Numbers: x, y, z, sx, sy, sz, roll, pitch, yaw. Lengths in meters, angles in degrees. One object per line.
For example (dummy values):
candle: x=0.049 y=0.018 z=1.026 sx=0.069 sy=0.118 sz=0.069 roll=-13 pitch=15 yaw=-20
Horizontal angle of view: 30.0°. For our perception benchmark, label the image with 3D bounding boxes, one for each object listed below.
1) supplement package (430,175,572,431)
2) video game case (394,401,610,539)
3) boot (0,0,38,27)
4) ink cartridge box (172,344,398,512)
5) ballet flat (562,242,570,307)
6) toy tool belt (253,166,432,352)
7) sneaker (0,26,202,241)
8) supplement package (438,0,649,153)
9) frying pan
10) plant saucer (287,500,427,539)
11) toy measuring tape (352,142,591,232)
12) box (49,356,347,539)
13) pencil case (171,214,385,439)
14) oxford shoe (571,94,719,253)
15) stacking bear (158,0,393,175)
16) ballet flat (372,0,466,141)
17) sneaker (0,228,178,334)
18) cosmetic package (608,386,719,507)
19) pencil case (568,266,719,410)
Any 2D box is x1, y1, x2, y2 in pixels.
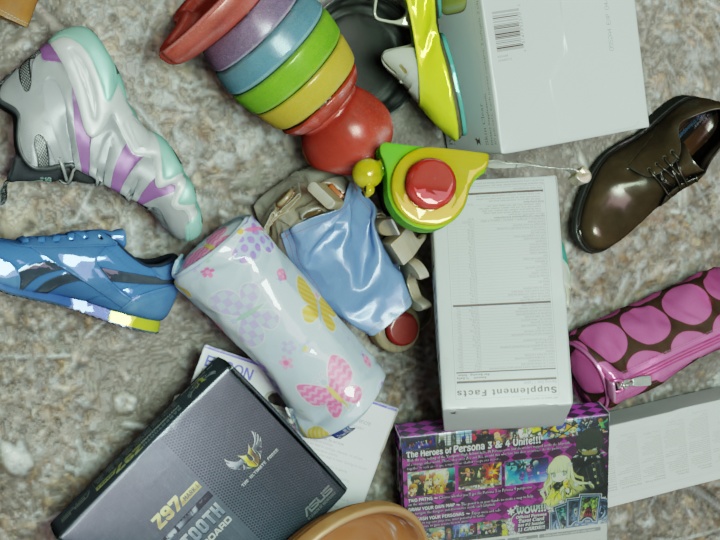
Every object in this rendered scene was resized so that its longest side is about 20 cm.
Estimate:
supplement package: x=0.120 y=0.032 z=1.170 sx=0.113 sy=0.110 sz=0.201 roll=-2 pitch=74 yaw=4
video game case: x=0.132 y=0.220 z=1.246 sx=0.199 sy=0.036 sz=0.182 roll=-6 pitch=108 yaw=-9
boot: x=-0.248 y=-0.269 z=1.072 sx=0.199 sy=0.074 sz=0.155 roll=12 pitch=89 yaw=-10
ink cartridge box: x=-0.088 y=0.185 z=1.189 sx=0.197 sy=0.043 sz=0.201 roll=21 pitch=89 yaw=-21
ballet flat: x=0.168 y=0.047 z=1.261 sx=0.067 sy=0.070 sz=0.201 roll=7 pitch=92 yaw=-22
toy tool belt: x=0.000 y=0.000 z=1.163 sx=0.125 sy=0.123 sz=0.200 roll=-42 pitch=108 yaw=-12
sneaker: x=-0.230 y=-0.083 z=1.098 sx=0.140 sy=0.078 sz=0.200 roll=-35 pitch=97 yaw=-12
supplement package: x=0.155 y=-0.215 z=1.209 sx=0.155 sy=0.111 sz=0.201 roll=-12 pitch=98 yaw=-20
frying pan: x=0.019 y=-0.158 z=1.204 sx=0.115 sy=0.031 sz=0.190 roll=-35 pitch=109 yaw=-13
plant saucer: x=-0.027 y=0.281 z=1.164 sx=0.200 sy=0.037 sz=0.201 roll=-25 pitch=132 yaw=-31
toy measuring tape: x=0.091 y=-0.062 z=1.112 sx=0.199 sy=0.074 sz=0.074 roll=6 pitch=93 yaw=-8
box: x=-0.133 y=0.198 z=1.123 sx=0.200 sy=0.051 sz=0.158 roll=-45 pitch=108 yaw=-11
pencil case: x=-0.067 y=0.048 z=1.123 sx=0.091 sy=0.083 sz=0.200 roll=-31 pitch=106 yaw=28
oxford shoe: x=0.280 y=-0.095 z=1.284 sx=0.200 sy=0.084 sz=0.073 roll=-48 pitch=111 yaw=-9
stacking bear: x=-0.054 y=-0.160 z=1.120 sx=0.114 sy=0.122 sz=0.200 roll=-36 pitch=114 yaw=22
ballet flat: x=0.047 y=-0.209 z=1.171 sx=0.067 sy=0.067 sz=0.201 roll=-9 pitch=97 yaw=-1
sneaker: x=-0.242 y=-0.009 z=1.097 sx=0.199 sy=0.066 sz=0.079 roll=17 pitch=96 yaw=-26
cosmetic package: x=0.299 y=0.174 z=1.333 sx=0.199 sy=0.051 sz=0.083 roll=-9 pitch=97 yaw=-20
pencil case: x=0.293 y=0.068 z=1.299 sx=0.199 sy=0.094 sz=0.091 roll=-26 pitch=103 yaw=-18
